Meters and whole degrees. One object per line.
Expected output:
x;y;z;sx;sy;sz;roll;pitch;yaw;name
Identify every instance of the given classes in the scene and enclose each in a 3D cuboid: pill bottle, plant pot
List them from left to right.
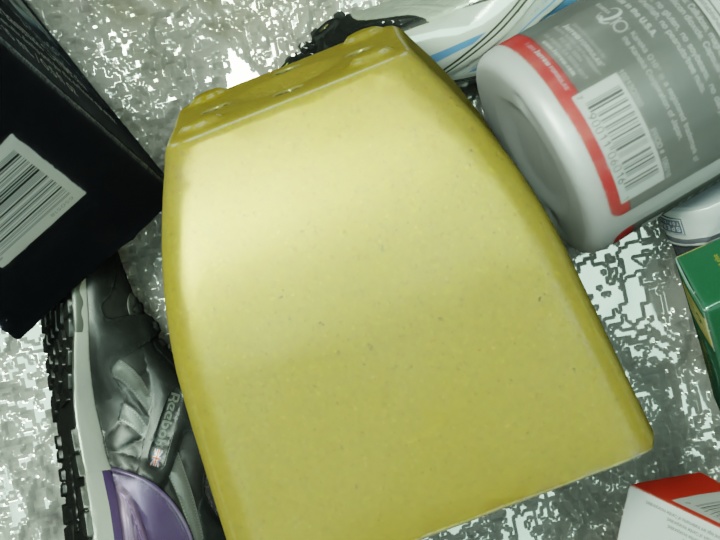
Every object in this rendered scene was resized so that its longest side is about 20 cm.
0.000;0.000;0.842;0.194;0.196;0.201;-21;105;3;plant pot
0.169;-0.104;0.892;0.200;0.114;0.114;-30;88;-8;pill bottle

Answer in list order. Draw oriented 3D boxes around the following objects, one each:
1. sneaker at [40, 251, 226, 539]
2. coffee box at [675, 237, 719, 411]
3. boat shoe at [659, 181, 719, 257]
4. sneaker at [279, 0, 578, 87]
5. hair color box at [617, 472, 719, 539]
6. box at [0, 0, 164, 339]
-0.116;0.066;0.946;0.087;0.076;0.201;-4;85;-21;sneaker
0.263;0.003;0.891;0.199;0.123;0.044;-25;46;4;coffee box
0.253;-0.047;0.915;0.199;0.072;0.068;-26;112;1;boat shoe
0.037;-0.115;0.932;0.199;0.072;0.073;-27;118;10;sneaker
0.162;0.208;0.830;0.111;0.064;0.201;23;107;43;hair color box
-0.217;-0.098;0.851;0.117;0.197;0.200;-41;65;1;box
